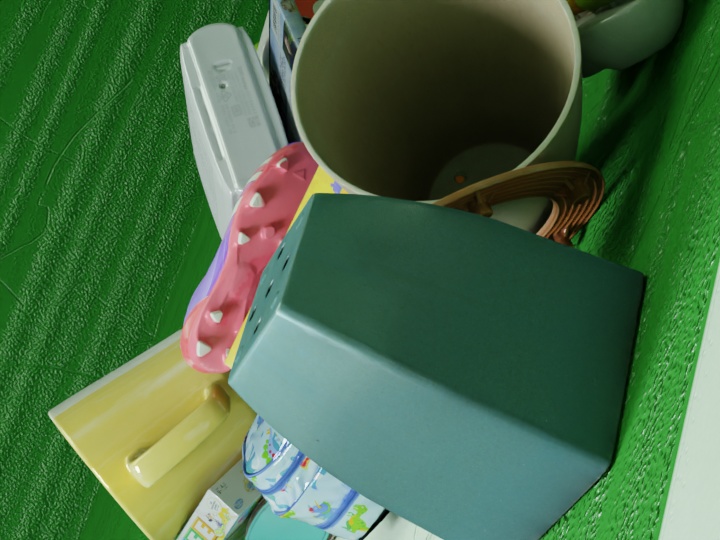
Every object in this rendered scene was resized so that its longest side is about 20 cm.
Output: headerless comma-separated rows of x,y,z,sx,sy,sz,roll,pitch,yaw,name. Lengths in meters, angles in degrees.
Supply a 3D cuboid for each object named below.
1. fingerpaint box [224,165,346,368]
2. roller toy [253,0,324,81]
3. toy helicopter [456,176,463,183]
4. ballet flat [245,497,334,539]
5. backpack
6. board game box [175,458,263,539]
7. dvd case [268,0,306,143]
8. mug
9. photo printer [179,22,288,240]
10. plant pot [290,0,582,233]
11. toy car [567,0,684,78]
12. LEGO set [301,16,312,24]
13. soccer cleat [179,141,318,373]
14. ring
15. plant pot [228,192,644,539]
0.000,0.000,1.710,0.167,0.073,0.201,-7,-53,-60,fingerpaint box
-0.008,-0.185,2.068,0.183,0.199,0.141,-86,12,-64,roller toy
0.099,-0.126,1.709,0.133,0.079,0.200,-55,-5,0,toy helicopter
-0.029,0.174,1.763,0.200,0.068,0.067,-51,-2,43,ballet flat
-0.001,0.097,1.587,0.163,0.153,0.201,-104,26,-61,backpack
-0.084,0.179,1.860,0.200,0.034,0.135,-41,-11,-45,board game box
-0.041,-0.121,1.791,0.143,0.017,0.201,92,160,-48,dvd case
-0.147,0.136,1.805,0.153,0.150,0.187,-39,38,-7,mug
-0.103,-0.097,1.896,0.200,0.069,0.167,91,161,-66,photo printer
0.068,-0.086,1.446,0.200,0.186,0.188,60,-132,-63,plant pot
0.164,-0.233,1.449,0.149,0.176,0.200,-30,6,-8,toy car
0.057,-0.198,1.800,0.199,0.153,0.117,15,95,52,LEGO set
-0.091,-0.013,1.734,0.201,0.066,0.076,-66,25,-1,soccer cleat
0.068,-0.007,1.378,0.019,0.199,0.201,63,146,20,ring
0.036,0.051,1.255,0.141,0.199,0.142,125,164,-50,plant pot
